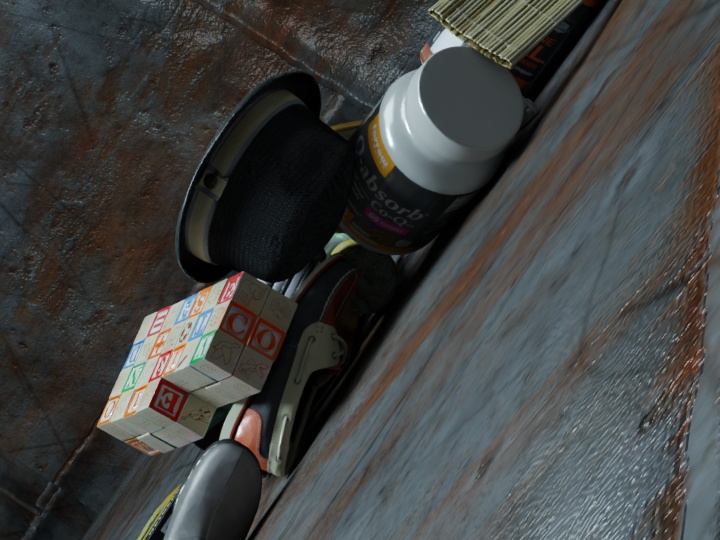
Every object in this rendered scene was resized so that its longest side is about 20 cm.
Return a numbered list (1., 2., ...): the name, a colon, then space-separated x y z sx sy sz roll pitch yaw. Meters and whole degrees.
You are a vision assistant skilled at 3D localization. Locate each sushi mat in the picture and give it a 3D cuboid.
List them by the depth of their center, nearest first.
1. sushi mat: 0.154 -0.250 1.605 0.200 0.096 0.012 -43 -28 -19

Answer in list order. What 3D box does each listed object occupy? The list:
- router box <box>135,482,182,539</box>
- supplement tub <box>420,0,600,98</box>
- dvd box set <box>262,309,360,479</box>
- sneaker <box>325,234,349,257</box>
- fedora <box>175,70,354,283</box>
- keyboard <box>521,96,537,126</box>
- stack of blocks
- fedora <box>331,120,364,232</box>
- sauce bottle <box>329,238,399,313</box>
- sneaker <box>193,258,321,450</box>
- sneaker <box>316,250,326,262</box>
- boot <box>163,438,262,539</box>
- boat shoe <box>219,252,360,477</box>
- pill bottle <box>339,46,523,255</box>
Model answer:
1. router box: -0.215 0.308 1.907 0.200 0.052 0.157 -57 5 -23
2. supplement tub: 0.146 -0.237 1.712 0.200 0.107 0.107 -55 5 20
3. dvd box set: -0.052 0.101 1.830 0.146 0.029 0.200 -55 5 14
4. sneaker: -0.039 -0.032 2.100 0.074 0.118 0.200 -54 3 31
5. fedora: -0.067 -0.063 1.639 0.201 0.091 0.201 -48 -23 -27
6. keyboard: 0.101 -0.127 1.709 0.011 0.056 0.200 -56 4 -20
7. stack of blocks: -0.142 0.083 1.668 0.200 0.059 0.115 -24 39 57
8. fedora: 0.000 -0.085 1.886 0.201 0.200 0.082 137 125 -70
9. sauce bottle: 0.000 0.000 1.807 0.065 0.065 0.200 -55 5 4
10. sneaker: -0.084 0.078 1.770 0.200 0.074 0.088 -57 -8 4
11. sneaker: -0.077 0.050 1.869 0.090 0.066 0.200 -13 -50 -40
12. boot: -0.128 0.234 1.544 0.132 0.070 0.200 -176 110 -81
13. boat shoe: -0.047 0.079 1.657 0.200 0.062 0.071 -61 -22 -16
14. pill bottle: 0.054 -0.101 1.644 0.116 0.116 0.200 -58 5 -31
